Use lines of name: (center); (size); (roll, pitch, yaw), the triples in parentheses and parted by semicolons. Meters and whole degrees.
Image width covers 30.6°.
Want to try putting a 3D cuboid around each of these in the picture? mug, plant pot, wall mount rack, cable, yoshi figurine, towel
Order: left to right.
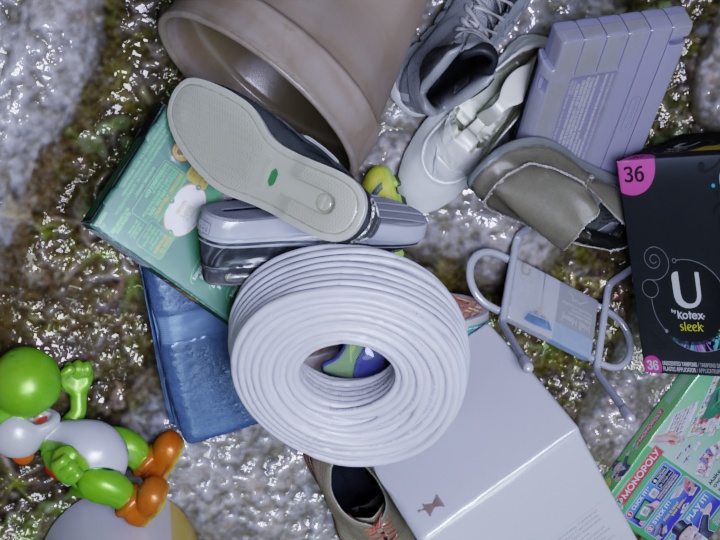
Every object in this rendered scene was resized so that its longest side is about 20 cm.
yoshi figurine: (-0.251, 0.134, 1.146); (0.199, 0.112, 0.113); (28, 78, -12)
mug: (-0.191, 0.289, 1.175); (0.185, 0.153, 0.150); (-13, 107, -11)
towel: (-0.132, 0.046, 1.177); (0.111, 0.049, 0.201); (-13, 106, -16)
plant pot: (-0.034, -0.201, 1.076); (0.200, 0.200, 0.174); (43, 75, -21)
cable: (-0.011, 0.072, 1.061); (0.198, 0.069, 0.201); (10, 130, -3)
wall mount rack: (0.191, 0.050, 1.212); (0.199, 0.075, 0.175); (26, 56, -20)

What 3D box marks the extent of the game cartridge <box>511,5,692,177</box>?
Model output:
game cartridge: (0.203, -0.144, 1.162); (0.129, 0.039, 0.201); (-7, 143, -14)

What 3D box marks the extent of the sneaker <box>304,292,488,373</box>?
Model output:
sneaker: (0.026, 0.079, 1.223); (0.199, 0.071, 0.080); (-14, 119, -10)

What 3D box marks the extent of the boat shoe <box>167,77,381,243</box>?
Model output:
boat shoe: (-0.070, -0.084, 1.043); (0.199, 0.068, 0.072); (35, 103, 18)

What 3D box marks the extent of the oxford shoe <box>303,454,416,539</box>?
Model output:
oxford shoe: (0.008, 0.240, 1.254); (0.070, 0.075, 0.201); (-34, 110, -3)

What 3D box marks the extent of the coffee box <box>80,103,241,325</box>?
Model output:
coffee box: (-0.120, -0.032, 1.111); (0.200, 0.044, 0.123); (35, 78, -22)

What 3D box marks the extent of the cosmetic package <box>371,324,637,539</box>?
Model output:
cosmetic package: (0.122, 0.199, 1.198); (0.166, 0.168, 0.200); (-35, 130, -2)

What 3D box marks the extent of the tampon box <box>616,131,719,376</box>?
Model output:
tampon box: (0.336, -0.019, 1.185); (0.126, 0.149, 0.201); (-22, 106, -46)

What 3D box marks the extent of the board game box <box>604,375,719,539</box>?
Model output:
board game box: (0.345, 0.191, 1.353); (0.134, 0.029, 0.200); (35, 95, -20)

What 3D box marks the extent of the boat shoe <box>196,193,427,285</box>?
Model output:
boat shoe: (-0.042, -0.023, 1.094); (0.199, 0.072, 0.071); (-1, 117, -20)

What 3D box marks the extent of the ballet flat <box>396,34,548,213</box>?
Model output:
ballet flat: (0.105, -0.134, 1.180); (0.069, 0.069, 0.200); (42, 92, -21)

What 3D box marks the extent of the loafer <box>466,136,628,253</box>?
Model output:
loafer: (0.180, -0.062, 1.170); (0.199, 0.070, 0.075); (10, 134, -38)

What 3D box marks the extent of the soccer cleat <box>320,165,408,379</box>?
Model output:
soccer cleat: (0.000, 0.000, 1.159); (0.083, 0.065, 0.202); (2, 73, 1)

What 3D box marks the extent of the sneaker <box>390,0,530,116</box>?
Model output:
sneaker: (0.109, -0.210, 1.134); (0.075, 0.116, 0.201); (32, 96, -20)
